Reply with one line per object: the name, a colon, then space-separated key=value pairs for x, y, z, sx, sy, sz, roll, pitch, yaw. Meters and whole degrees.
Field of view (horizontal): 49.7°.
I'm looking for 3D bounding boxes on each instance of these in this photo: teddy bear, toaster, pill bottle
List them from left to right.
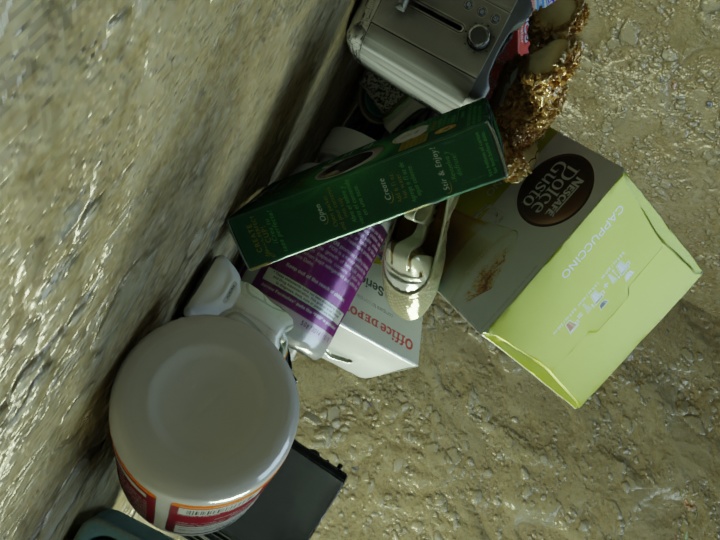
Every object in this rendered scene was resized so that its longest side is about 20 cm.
pill bottle: x=-0.111 y=0.117 z=0.532 sx=0.114 sy=0.112 sz=0.200 roll=-62 pitch=-179 yaw=-29
toaster: x=-0.135 y=0.217 z=0.800 sx=0.119 sy=0.199 sz=0.181 roll=-59 pitch=-173 yaw=-31
pill bottle: x=-0.039 y=-0.028 z=0.734 sx=0.202 sy=0.111 sz=0.112 roll=-61 pitch=-179 yaw=-8
toaster: x=0.065 y=-0.207 z=0.686 sx=0.115 sy=0.128 sz=0.200 roll=-61 pitch=180 yaw=9
teddy bear: x=0.151 y=-0.146 z=0.689 sx=0.146 sy=0.066 sz=0.201 roll=-81 pitch=-171 yaw=-49

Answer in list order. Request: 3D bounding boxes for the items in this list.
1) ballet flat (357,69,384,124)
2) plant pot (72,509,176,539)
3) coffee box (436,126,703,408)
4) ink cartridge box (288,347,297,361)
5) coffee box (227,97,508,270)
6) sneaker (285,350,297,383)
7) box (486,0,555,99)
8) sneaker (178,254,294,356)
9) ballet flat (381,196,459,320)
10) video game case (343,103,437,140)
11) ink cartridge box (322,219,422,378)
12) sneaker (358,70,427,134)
ballet flat: x=0.042 y=-0.247 z=0.942 sx=0.202 sy=0.069 sz=0.070 roll=-63 pitch=-179 yaw=-24
plant pot: x=-0.185 y=0.323 z=0.660 sx=0.198 sy=0.195 sz=0.200 roll=-62 pitch=-171 yaw=-12
coffee box: x=0.194 y=-0.015 z=0.827 sx=0.200 sy=0.199 sz=0.198 roll=-49 pitch=-142 yaw=6
ink cartridge box: x=-0.079 y=0.012 z=0.992 sx=0.201 sy=0.083 sz=0.176 roll=-63 pitch=-177 yaw=-40
coffee box: x=0.009 y=-0.067 z=0.582 sx=0.198 sy=0.044 sz=0.123 roll=-20 pitch=-164 yaw=14
sneaker: x=-0.110 y=0.116 z=0.900 sx=0.080 sy=0.078 sz=0.200 roll=-62 pitch=159 yaw=-8
box: x=0.142 y=-0.277 z=0.802 sx=0.102 sy=0.094 sz=0.202 roll=-37 pitch=130 yaw=-42
sneaker: x=-0.104 y=0.063 z=0.623 sx=0.076 sy=0.080 sz=0.200 roll=-64 pitch=-177 yaw=-25
ballet flat: x=0.051 y=-0.041 z=0.734 sx=0.062 sy=0.067 sz=0.203 roll=-24 pitch=131 yaw=-57
video game case: x=0.042 y=-0.184 z=0.945 sx=0.181 sy=0.023 sz=0.201 roll=-14 pitch=-143 yaw=41
ink cartridge box: x=0.000 y=0.000 z=0.874 sx=0.087 sy=0.145 sz=0.202 roll=-18 pitch=-128 yaw=42
sneaker: x=0.063 y=-0.245 z=0.873 sx=0.077 sy=0.088 sz=0.201 roll=-27 pitch=-154 yaw=52
